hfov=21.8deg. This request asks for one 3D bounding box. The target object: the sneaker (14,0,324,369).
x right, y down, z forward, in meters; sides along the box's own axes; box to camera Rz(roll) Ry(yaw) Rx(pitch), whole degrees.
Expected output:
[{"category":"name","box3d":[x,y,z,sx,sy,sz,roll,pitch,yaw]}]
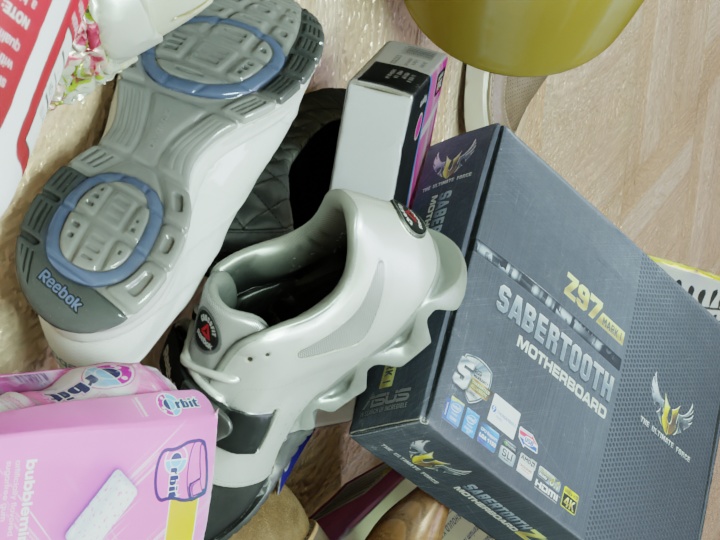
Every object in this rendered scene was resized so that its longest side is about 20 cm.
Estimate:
[{"category":"sneaker","box3d":[-0.078,-0.038,0.754,0.201,0.074,0.087,-58,167,-34]}]

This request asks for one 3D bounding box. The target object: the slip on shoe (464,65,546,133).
[{"category":"slip on shoe","box3d":[0.117,-0.164,1.170,0.076,0.060,0.202,57,49,-62]}]

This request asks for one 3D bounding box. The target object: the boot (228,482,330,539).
[{"category":"boot","box3d":[-0.094,0.155,0.831,0.076,0.073,0.200,56,45,-13]}]

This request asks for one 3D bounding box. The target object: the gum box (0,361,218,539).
[{"category":"gum box","box3d":[-0.124,0.130,0.659,0.113,0.066,0.202,-1,105,-46]}]

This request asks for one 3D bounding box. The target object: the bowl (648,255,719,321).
[{"category":"bowl","box3d":[0.112,0.037,1.059,0.201,0.199,0.095,23,80,-69]}]

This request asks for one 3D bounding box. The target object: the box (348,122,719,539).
[{"category":"box","box3d":[0.093,0.052,0.877,0.200,0.051,0.159,39,53,-33]}]

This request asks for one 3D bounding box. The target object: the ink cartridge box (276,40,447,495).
[{"category":"ink cartridge box","box3d":[0.000,0.000,0.872,0.095,0.037,0.202,-57,161,-69]}]

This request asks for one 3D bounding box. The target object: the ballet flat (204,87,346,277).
[{"category":"ballet flat","box3d":[-0.025,-0.038,0.875,0.200,0.056,0.067,-47,141,-62]}]

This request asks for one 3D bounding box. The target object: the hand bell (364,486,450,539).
[{"category":"hand bell","box3d":[-0.014,0.181,0.873,0.201,0.104,0.104,-57,162,11]}]

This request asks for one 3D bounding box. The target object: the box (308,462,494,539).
[{"category":"box","box3d":[0.040,0.212,0.999,0.201,0.096,0.176,58,29,-1]}]

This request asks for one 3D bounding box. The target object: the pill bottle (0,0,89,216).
[{"category":"pill bottle","box3d":[-0.131,-0.079,0.505,0.112,0.111,0.202,52,53,-64]}]

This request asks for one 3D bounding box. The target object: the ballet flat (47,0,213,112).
[{"category":"ballet flat","box3d":[-0.073,-0.129,0.694,0.076,0.063,0.201,79,32,-48]}]

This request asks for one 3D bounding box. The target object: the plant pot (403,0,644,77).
[{"category":"plant pot","box3d":[0.088,-0.200,0.920,0.189,0.199,0.202,98,14,-61]}]

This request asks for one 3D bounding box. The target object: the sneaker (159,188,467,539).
[{"category":"sneaker","box3d":[-0.054,0.040,0.775,0.200,0.074,0.088,-46,139,8]}]
